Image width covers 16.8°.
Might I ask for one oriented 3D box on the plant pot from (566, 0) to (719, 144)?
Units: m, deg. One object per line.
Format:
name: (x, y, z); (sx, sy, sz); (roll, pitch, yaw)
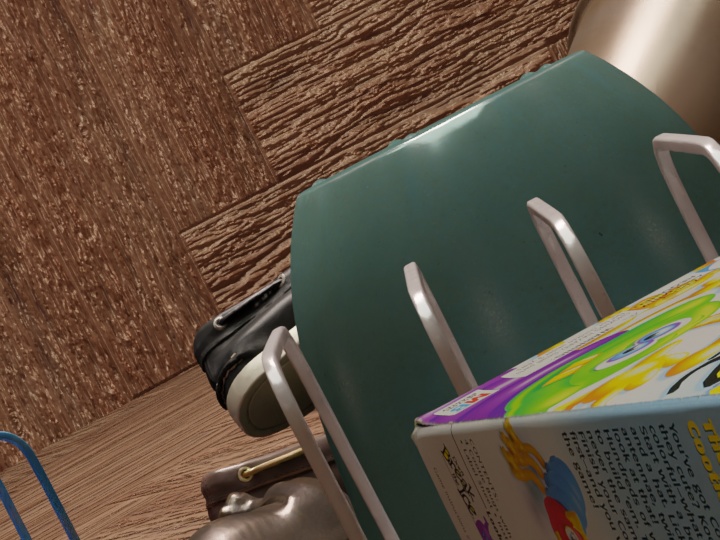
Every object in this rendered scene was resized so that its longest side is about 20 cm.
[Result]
plant pot: (0.177, -0.066, 1.332); (0.200, 0.200, 0.174); (-24, 20, 49)

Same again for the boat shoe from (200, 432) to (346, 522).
boat shoe: (0.007, 0.085, 1.200); (0.200, 0.060, 0.072); (-29, 2, -34)

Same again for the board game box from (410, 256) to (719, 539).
board game box: (0.104, 0.049, 0.474); (0.103, 0.105, 0.200); (-27, 3, -17)

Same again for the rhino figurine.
rhino figurine: (-0.068, 0.138, 0.934); (0.087, 0.060, 0.200); (-18, 11, 43)

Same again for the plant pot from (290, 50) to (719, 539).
plant pot: (0.065, 0.014, 0.930); (0.200, 0.161, 0.201); (-28, 2, 1)

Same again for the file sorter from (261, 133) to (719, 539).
file sorter: (0.084, 0.035, 0.745); (0.199, 0.125, 0.139); (-27, 3, 2)

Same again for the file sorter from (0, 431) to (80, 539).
file sorter: (-0.242, 0.175, 1.274); (0.139, 0.123, 0.200); (-28, 2, -37)

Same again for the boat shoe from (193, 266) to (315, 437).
boat shoe: (0.000, 0.002, 1.227); (0.199, 0.066, 0.075); (-40, -36, -12)
